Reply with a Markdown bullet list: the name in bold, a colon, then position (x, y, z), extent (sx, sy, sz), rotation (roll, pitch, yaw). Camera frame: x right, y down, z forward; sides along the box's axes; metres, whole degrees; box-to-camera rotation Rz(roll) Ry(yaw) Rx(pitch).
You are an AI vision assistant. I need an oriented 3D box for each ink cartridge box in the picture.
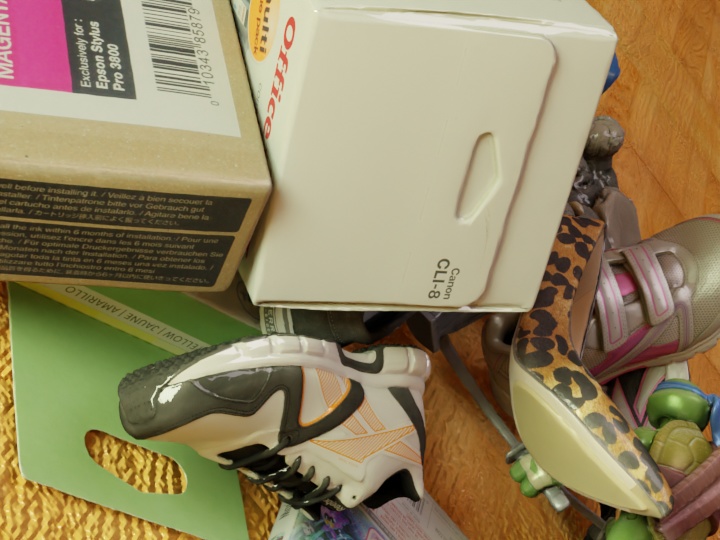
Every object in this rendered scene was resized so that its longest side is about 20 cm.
- **ink cartridge box**: position (-0.139, -0.092, 0.648), extent (0.163, 0.075, 0.201), rotation (4, 50, -25)
- **ink cartridge box**: position (-0.100, 0.018, 0.698), extent (0.145, 0.048, 0.201), rotation (30, 33, -44)
- **ink cartridge box**: position (0.003, -0.092, 0.711), extent (0.143, 0.146, 0.200), rotation (1, 31, -22)

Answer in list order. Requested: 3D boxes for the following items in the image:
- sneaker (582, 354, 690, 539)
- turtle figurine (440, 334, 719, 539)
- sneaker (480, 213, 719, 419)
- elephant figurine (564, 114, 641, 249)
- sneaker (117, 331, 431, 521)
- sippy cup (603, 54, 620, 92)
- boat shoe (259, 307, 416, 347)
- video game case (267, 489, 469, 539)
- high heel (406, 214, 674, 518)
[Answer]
- **sneaker**: position (0.177, 0.103, 1.001), extent (0.080, 0.086, 0.202), rotation (84, 4, -64)
- **turtle figurine**: position (0.135, 0.158, 0.880), extent (0.144, 0.198, 0.195), rotation (84, 14, -54)
- **sneaker**: position (0.163, 0.026, 0.956), extent (0.082, 0.199, 0.088), rotation (62, 10, 30)
- **elephant figurine**: position (0.143, -0.018, 1.084), extent (0.154, 0.142, 0.201), rotation (17, 38, -21)
- **sneaker**: position (-0.027, 0.073, 0.679), extent (0.199, 0.073, 0.081), rotation (8, 73, -51)
- **sippy cup**: position (0.138, -0.164, 1.238), extent (0.177, 0.130, 0.140), rotation (27, 38, -46)
- **boat shoe**: position (0.024, -0.010, 0.782), extent (0.200, 0.066, 0.071), rotation (-30, 114, -55)
- **video game case**: position (0.028, 0.186, 0.751), extent (0.200, 0.024, 0.182), rotation (50, 26, -15)
- **high heel**: position (0.138, 0.043, 0.837), extent (0.200, 0.142, 0.072), rotation (43, -29, 35)
